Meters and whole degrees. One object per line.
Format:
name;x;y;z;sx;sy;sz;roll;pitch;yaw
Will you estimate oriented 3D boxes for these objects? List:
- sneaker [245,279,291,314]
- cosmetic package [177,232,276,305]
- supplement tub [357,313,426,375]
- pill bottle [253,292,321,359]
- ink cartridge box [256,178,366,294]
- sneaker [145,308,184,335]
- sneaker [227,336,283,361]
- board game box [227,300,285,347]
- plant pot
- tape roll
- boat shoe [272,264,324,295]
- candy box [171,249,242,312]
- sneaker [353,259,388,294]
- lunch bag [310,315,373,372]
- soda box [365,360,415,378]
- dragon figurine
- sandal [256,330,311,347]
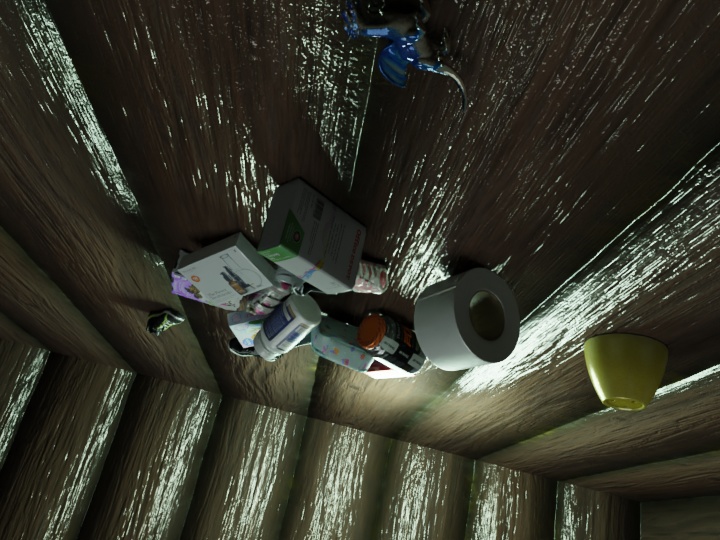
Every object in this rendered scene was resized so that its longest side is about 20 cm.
sneaker;-0.253;0.076;1.624;0.080;0.090;0.199;26;153;-26
cosmetic package;-0.330;0.001;1.471;0.196;0.052;0.151;-19;129;27
supplement tub;0.089;0.207;1.679;0.121;0.125;0.198;-12;146;43
pill bottle;-0.208;0.158;1.653;0.110;0.112;0.199;30;120;-34
ink cartridge box;-0.092;-0.062;1.182;0.083;0.148;0.198;-11;147;44
sneaker;-0.696;0.192;2.109;0.197;0.085;0.071;-10;147;41
sneaker;-0.366;0.267;2.121;0.196;0.075;0.111;17;153;-28
board game box;-0.282;0.163;1.790;0.194;0.042;0.201;-13;154;-3
plant pot;0.654;0.262;1.473;0.195;0.145;0.201;12;156;5
tape roll;0.233;0.110;1.304;0.200;0.207;0.138;25;153;-25
boat shoe;-0.139;0.025;1.477;0.196;0.073;0.070;4;154;21
candy box;-0.416;0.034;1.643;0.195;0.073;0.168;18;155;-11
sneaker;0.000;0.000;1.347;0.102;0.077;0.200;4;162;30
lunch bag;-0.049;0.213;1.746;0.196;0.078;0.161;24;-165;-16
soda box;0.098;0.316;1.975;0.069;0.065;0.198;30;152;-32
dragon figurine;0.060;-0.277;0.754;0.098;0.060;0.199;-8;147;40
sandal;-0.219;0.203;1.777;0.195;0.078;0.043;-1;178;-27
